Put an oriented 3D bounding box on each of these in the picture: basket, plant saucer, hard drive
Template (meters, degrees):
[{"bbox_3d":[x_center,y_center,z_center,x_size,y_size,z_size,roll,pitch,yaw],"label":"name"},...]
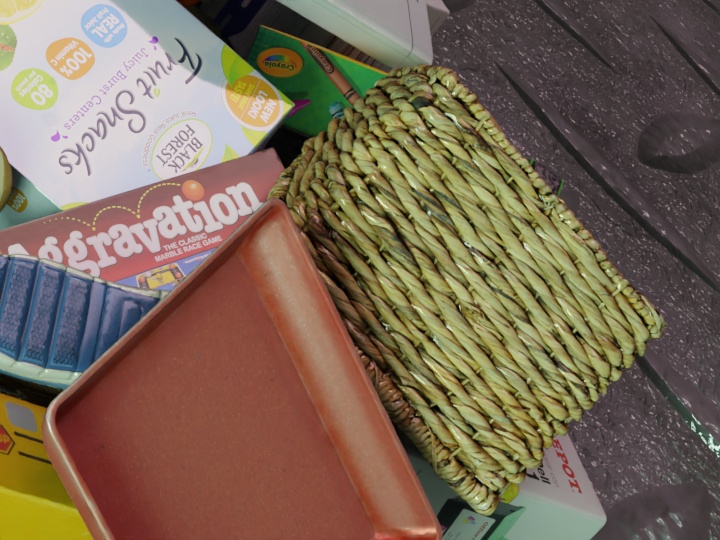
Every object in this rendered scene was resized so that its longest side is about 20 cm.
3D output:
[{"bbox_3d":[0.038,0.007,1.160,0.200,0.149,0.143,47,-8,-14],"label":"basket"},{"bbox_3d":[-0.056,0.099,0.974,0.200,0.036,0.201,-46,116,-48],"label":"plant saucer"},{"bbox_3d":[-0.039,-0.218,1.430,0.199,0.027,0.133,28,35,-26],"label":"hard drive"}]

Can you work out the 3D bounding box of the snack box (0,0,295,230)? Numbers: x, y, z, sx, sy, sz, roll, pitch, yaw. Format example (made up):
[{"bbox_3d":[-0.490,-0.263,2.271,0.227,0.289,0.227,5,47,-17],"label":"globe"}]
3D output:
[{"bbox_3d":[-0.163,-0.097,1.200,0.200,0.068,0.169,41,52,-3],"label":"snack box"}]

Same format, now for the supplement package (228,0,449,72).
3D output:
[{"bbox_3d":[-0.044,-0.231,1.605,0.116,0.117,0.201,14,37,-44],"label":"supplement package"}]

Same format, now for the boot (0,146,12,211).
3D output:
[{"bbox_3d":[-0.287,-0.071,1.049,0.200,0.073,0.155,40,29,4],"label":"boot"}]

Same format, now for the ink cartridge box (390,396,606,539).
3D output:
[{"bbox_3d":[0.029,0.094,1.222,0.199,0.084,0.145,22,31,-36],"label":"ink cartridge box"}]

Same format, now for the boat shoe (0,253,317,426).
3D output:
[{"bbox_3d":[-0.113,0.045,1.037,0.199,0.072,0.073,25,66,-25],"label":"boat shoe"}]

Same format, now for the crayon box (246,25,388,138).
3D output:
[{"bbox_3d":[0.005,-0.108,1.447,0.118,0.059,0.200,23,5,17],"label":"crayon box"}]

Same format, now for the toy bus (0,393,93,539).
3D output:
[{"bbox_3d":[-0.153,0.104,0.963,0.199,0.065,0.079,22,31,-37],"label":"toy bus"}]

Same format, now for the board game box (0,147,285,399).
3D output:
[{"bbox_3d":[-0.107,0.006,1.118,0.199,0.019,0.104,-20,72,-32],"label":"board game box"}]

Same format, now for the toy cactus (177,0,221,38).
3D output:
[{"bbox_3d":[-0.140,-0.174,1.424,0.200,0.103,0.165,40,13,18],"label":"toy cactus"}]

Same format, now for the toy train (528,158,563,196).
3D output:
[{"bbox_3d":[0.088,0.010,1.392,0.042,0.056,0.201,33,54,-15],"label":"toy train"}]

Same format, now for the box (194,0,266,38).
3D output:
[{"bbox_3d":[-0.146,-0.245,1.478,0.199,0.119,0.042,29,26,-27],"label":"box"}]
